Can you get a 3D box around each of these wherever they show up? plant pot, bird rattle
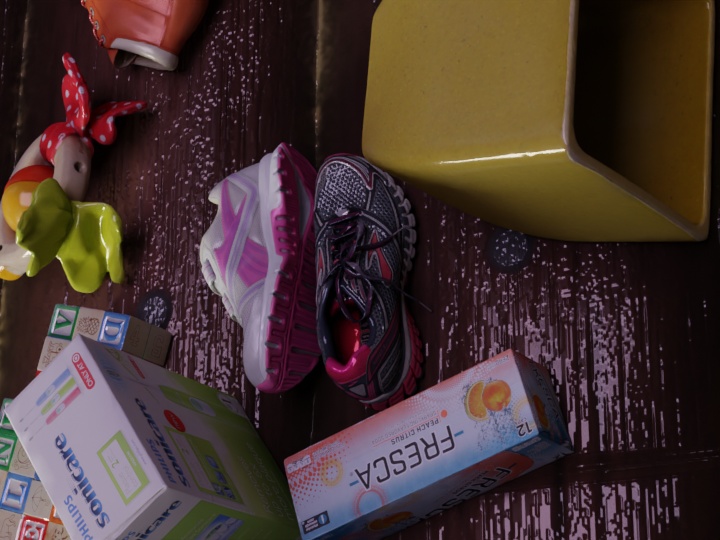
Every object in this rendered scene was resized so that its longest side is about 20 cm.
[{"bbox_3d":[0.111,-0.127,1.115,0.199,0.195,0.196,-7,70,37],"label":"plant pot"},{"bbox_3d":[-0.270,-0.076,1.392,0.162,0.112,0.202,-28,57,40],"label":"bird rattle"}]

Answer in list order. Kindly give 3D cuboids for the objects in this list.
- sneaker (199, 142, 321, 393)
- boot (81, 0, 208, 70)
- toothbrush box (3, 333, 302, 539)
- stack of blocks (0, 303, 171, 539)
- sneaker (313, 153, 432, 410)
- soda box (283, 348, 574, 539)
[{"bbox_3d":[-0.078,0.004,1.257,0.088,0.081,0.202,-17,58,28],"label":"sneaker"},{"bbox_3d":[-0.222,-0.238,1.430,0.199,0.075,0.108,18,89,34],"label":"boot"},{"bbox_3d":[-0.140,0.147,1.169,0.086,0.200,0.146,-44,56,12],"label":"toothbrush box"},{"bbox_3d":[-0.238,0.133,1.320,0.114,0.058,0.202,7,78,34],"label":"stack of blocks"},{"bbox_3d":[0.000,0.000,1.207,0.080,0.075,0.202,-22,63,24],"label":"sneaker"},{"bbox_3d":[0.047,0.131,1.140,0.199,0.063,0.069,-28,61,23],"label":"soda box"}]
